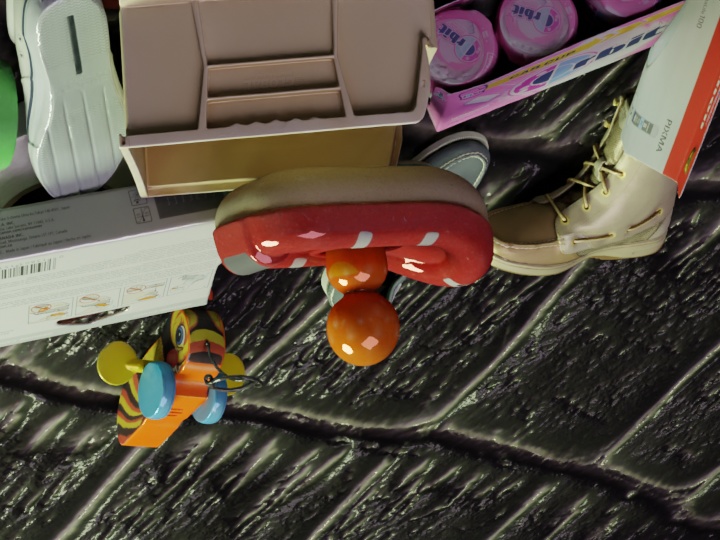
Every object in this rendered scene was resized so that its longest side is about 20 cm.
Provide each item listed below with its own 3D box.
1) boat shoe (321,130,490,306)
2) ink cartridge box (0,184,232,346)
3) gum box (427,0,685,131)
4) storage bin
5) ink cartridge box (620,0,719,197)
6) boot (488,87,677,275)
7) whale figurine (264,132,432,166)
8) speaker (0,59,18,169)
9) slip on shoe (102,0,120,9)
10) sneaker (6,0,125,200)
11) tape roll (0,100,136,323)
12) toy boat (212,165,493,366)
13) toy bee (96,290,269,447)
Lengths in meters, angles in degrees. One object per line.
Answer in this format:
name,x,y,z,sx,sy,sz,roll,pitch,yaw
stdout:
boat shoe,0.046,-0.029,1.382,0.072,0.062,0.200,21,121,-40
ink cartridge box,-0.200,-0.005,1.243,0.198,0.044,0.174,-11,162,-17
gum box,0.129,-0.176,1.230,0.198,0.067,0.114,-22,173,-5
storage bin,-0.056,-0.115,1.088,0.196,0.095,0.200,-5,174,-4
ink cartridge box,0.241,-0.151,1.230,0.047,0.200,0.162,19,105,3
boot,0.195,-0.076,1.401,0.198,0.073,0.157,-6,136,-24
whale figurine,-0.022,-0.073,1.267,0.199,0.104,0.159,27,117,-40
speaker,-0.331,-0.104,1.091,0.198,0.089,0.089,-1,134,-26
slip on shoe,-0.098,-0.190,1.114,0.197,0.062,0.074,0,160,-8
sneaker,-0.197,-0.134,1.118,0.072,0.071,0.201,-15,144,-21
tape roll,-0.229,-0.041,1.248,0.200,0.037,0.204,-14,139,-13
toy boat,0.000,0.000,1.153,0.198,0.133,0.130,-2,174,-28
toy bee,-0.140,0.073,1.382,0.198,0.110,0.130,-19,155,31
